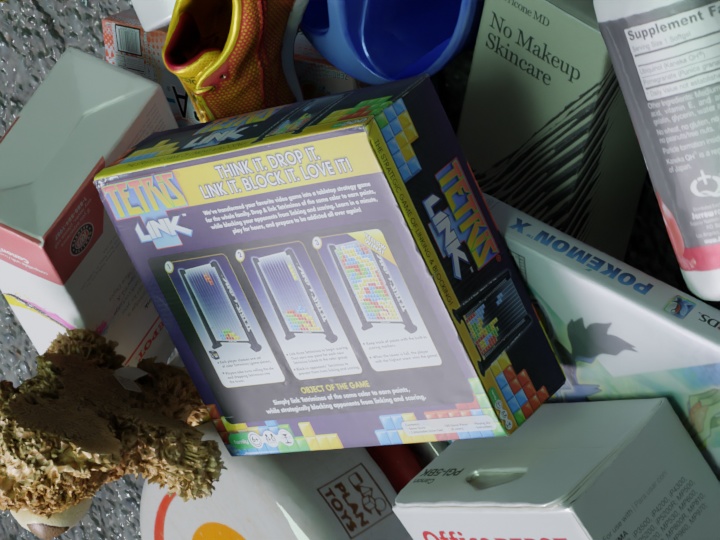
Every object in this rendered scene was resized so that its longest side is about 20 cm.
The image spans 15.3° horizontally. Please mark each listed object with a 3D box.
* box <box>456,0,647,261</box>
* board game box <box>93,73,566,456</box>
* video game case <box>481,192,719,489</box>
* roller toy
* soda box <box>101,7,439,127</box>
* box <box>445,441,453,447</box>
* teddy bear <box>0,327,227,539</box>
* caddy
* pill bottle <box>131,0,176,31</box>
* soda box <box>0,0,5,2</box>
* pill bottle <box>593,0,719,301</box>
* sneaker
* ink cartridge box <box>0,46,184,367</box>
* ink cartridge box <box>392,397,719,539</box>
[{"bbox_3d":[0.095,-0.057,1.320,0.082,0.068,0.201,34,131,31],"label":"box"},{"bbox_3d":[-0.017,0.003,1.288,0.199,0.057,0.166,-7,113,46],"label":"board game box"},{"bbox_3d":[0.129,0.073,1.278,0.182,0.022,0.201,28,145,33],"label":"video game case"},{"bbox_3d":[-0.030,0.153,1.494,0.182,0.139,0.201,21,126,40],"label":"roller toy"},{"bbox_3d":[-0.050,-0.103,1.450,0.199,0.068,0.064,16,121,42],"label":"soda box"},{"bbox_3d":[0.138,0.131,1.389,0.199,0.040,0.138,-5,107,47],"label":"box"},{"bbox_3d":[-0.142,0.085,1.376,0.144,0.200,0.067,15,106,-8],"label":"teddy bear"},{"bbox_3d":[0.021,-0.188,1.304,0.141,0.105,0.201,34,131,32],"label":"caddy"},{"bbox_3d":[-0.114,-0.235,1.420,0.111,0.111,0.201,-17,96,49],"label":"pill bottle"},{"bbox_3d":[-0.206,-0.187,1.472,0.064,0.199,0.068,15,119,41],"label":"soda box"},{"bbox_3d":[0.168,-0.097,1.192,0.110,0.110,0.201,-11,100,48],"label":"pill bottle"},{"bbox_3d":[-0.068,-0.101,1.344,0.073,0.077,0.201,43,148,38],"label":"sneaker"},{"bbox_3d":[-0.142,-0.014,1.492,0.067,0.117,0.200,23,155,26],"label":"ink cartridge box"},{"bbox_3d":[0.128,0.162,1.280,0.146,0.083,0.200,-6,122,56],"label":"ink cartridge box"}]
